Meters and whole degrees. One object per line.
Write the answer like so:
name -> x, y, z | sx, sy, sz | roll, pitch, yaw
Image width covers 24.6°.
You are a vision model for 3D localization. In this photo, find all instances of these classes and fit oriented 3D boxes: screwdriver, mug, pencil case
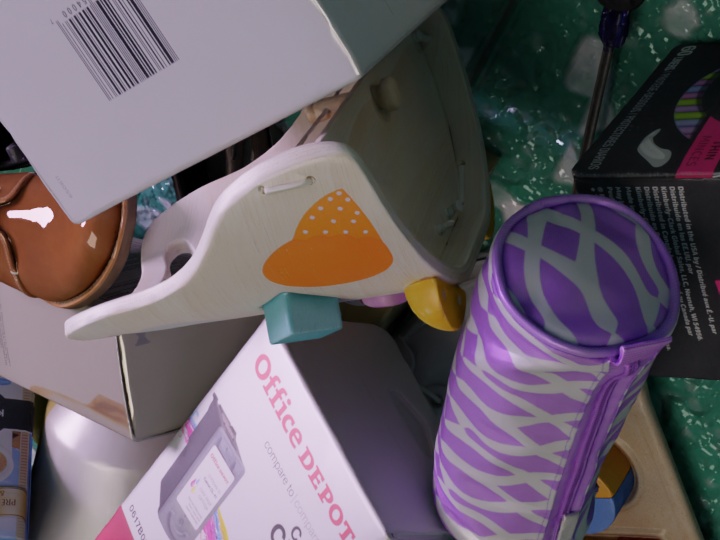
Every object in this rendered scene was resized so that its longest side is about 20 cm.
screwdriver -> 0.115, -0.094, 0.778 | 0.028, 0.029, 0.201 | 23, 137, 19
mug -> -0.166, 0.130, 1.077 | 0.185, 0.150, 0.154 | 20, 125, 14
pencil case -> 0.079, 0.056, 0.705 | 0.201, 0.083, 0.086 | 95, 160, -53

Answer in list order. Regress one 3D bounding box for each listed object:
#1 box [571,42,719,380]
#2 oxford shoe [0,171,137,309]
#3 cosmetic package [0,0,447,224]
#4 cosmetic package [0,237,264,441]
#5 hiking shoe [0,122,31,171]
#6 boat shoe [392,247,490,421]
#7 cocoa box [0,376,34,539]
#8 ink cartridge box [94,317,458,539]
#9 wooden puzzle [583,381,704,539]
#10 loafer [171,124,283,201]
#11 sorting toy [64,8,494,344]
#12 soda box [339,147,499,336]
box -> 0.208, -0.027, 0.685 | 0.198, 0.122, 0.107 | 2, 124, 35
oxford shoe -> -0.184, -0.021, 0.874 | 0.071, 0.072, 0.199 | 16, 169, -37
cosmetic package -> -0.045, -0.143, 0.727 | 0.198, 0.200, 0.123 | -21, 109, 44
cosmetic package -> -0.134, 0.033, 0.947 | 0.199, 0.104, 0.072 | 14, 114, 57
hiking shoe -> -0.201, -0.102, 0.924 | 0.199, 0.100, 0.076 | 15, 126, 55
boat shoe -> 0.030, 0.074, 0.897 | 0.073, 0.065, 0.201 | 38, 114, 15
cocoa box -> -0.312, 0.134, 1.038 | 0.198, 0.132, 0.134 | 6, 144, -17
ink cartridge box -> -0.042, 0.142, 0.848 | 0.201, 0.085, 0.148 | -53, 51, 29
wooden puzzle -> 0.104, 0.146, 0.946 | 0.184, 0.046, 0.202 | -4, 116, 39
loafer -> -0.087, -0.099, 0.892 | 0.071, 0.063, 0.202 | 5, 125, 34
sorting toy -> -0.041, -0.020, 0.747 | 0.178, 0.200, 0.108 | -18, 109, 21
soda box -> 0.000, 0.000, 0.901 | 0.064, 0.068, 0.201 | 37, 137, 7
